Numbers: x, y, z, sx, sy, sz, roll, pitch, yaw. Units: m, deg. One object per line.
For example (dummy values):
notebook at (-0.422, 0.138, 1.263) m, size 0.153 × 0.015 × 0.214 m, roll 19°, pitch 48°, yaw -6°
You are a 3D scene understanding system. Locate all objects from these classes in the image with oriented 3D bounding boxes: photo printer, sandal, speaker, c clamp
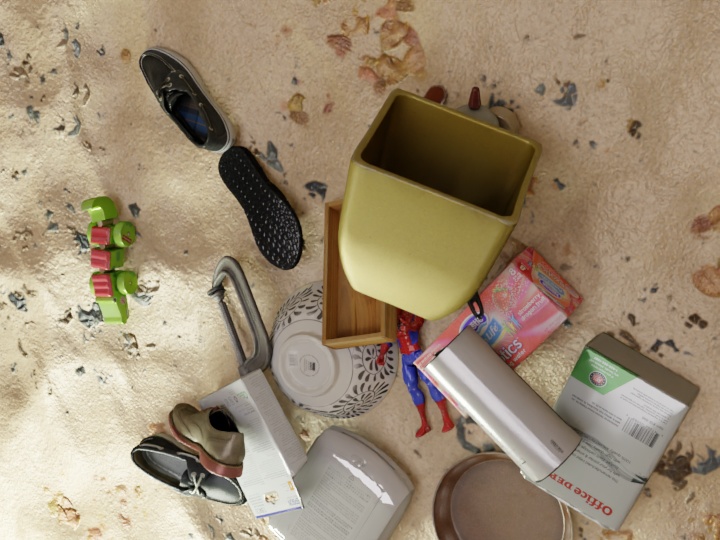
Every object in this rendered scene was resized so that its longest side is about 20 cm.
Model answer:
photo printer at (-0.024, 0.331, 1.719) m, size 0.166 × 0.069 × 0.200 m, roll 35°, pitch 113°, yaw 17°
sandal at (-0.129, -0.092, 1.699) m, size 0.075 × 0.048 × 0.201 m, roll -39°, pitch 70°, yaw 28°
speaker at (0.172, 0.162, 1.479) m, size 0.200 × 0.081 × 0.081 m, roll 45°, pitch 116°, yaw 5°
c clamp at (-0.179, 0.084, 1.733) m, size 0.171 × 0.027 × 0.200 m, roll -33°, pitch 74°, yaw 61°

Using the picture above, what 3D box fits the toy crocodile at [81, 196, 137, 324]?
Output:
toy crocodile at (-0.382, -0.014, 1.822) m, size 0.067 × 0.062 × 0.200 m, roll 4°, pitch 103°, yaw 25°

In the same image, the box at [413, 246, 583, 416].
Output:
box at (0.177, 0.078, 1.553) m, size 0.103 × 0.095 × 0.200 m, roll 46°, pitch 116°, yaw 7°

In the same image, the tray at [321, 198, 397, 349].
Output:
tray at (0.000, 0.000, 1.607) m, size 0.099 × 0.037 × 0.200 m, roll -10°, pitch 71°, yaw 31°

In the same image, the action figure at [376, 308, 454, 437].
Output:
action figure at (0.064, 0.130, 1.622) m, size 0.065 × 0.099 × 0.200 m, roll -15°, pitch 92°, yaw 26°

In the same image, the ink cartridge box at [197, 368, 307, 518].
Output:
ink cartridge box at (-0.145, 0.251, 1.724) m, size 0.200 × 0.041 × 0.200 m, roll 64°, pitch 151°, yaw 2°

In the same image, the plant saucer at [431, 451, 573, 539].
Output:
plant saucer at (0.195, 0.337, 1.636) m, size 0.200 × 0.034 × 0.200 m, roll 6°, pitch 104°, yaw 25°

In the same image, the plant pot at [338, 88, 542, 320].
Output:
plant pot at (0.079, -0.061, 1.428) m, size 0.194 × 0.196 × 0.200 m, roll 22°, pitch 127°, yaw 4°

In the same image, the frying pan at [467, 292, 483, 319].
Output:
frying pan at (0.137, -0.023, 1.541) m, size 0.115 × 0.031 × 0.190 m, roll -57°, pitch 42°, yaw 7°

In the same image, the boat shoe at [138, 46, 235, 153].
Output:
boat shoe at (-0.254, -0.246, 1.707) m, size 0.200 × 0.057 × 0.069 m, roll 47°, pitch 115°, yaw 17°

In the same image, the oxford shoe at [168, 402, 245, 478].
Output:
oxford shoe at (-0.213, 0.224, 1.727) m, size 0.200 × 0.070 × 0.075 m, roll 29°, pitch 106°, yaw 51°

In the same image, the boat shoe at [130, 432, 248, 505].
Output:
boat shoe at (-0.259, 0.312, 1.833) m, size 0.200 × 0.060 × 0.076 m, roll 17°, pitch 107°, yaw 21°

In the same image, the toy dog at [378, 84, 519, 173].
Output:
toy dog at (0.097, -0.190, 1.530) m, size 0.200 × 0.132 × 0.096 m, roll -4°, pitch 122°, yaw 17°

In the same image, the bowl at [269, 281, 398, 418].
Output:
bowl at (-0.056, 0.121, 1.672) m, size 0.201 × 0.094 × 0.201 m, roll 4°, pitch 101°, yaw 22°

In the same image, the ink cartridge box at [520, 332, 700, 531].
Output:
ink cartridge box at (0.313, 0.203, 1.522) m, size 0.147 × 0.083 × 0.200 m, roll 31°, pitch 113°, yaw 17°
